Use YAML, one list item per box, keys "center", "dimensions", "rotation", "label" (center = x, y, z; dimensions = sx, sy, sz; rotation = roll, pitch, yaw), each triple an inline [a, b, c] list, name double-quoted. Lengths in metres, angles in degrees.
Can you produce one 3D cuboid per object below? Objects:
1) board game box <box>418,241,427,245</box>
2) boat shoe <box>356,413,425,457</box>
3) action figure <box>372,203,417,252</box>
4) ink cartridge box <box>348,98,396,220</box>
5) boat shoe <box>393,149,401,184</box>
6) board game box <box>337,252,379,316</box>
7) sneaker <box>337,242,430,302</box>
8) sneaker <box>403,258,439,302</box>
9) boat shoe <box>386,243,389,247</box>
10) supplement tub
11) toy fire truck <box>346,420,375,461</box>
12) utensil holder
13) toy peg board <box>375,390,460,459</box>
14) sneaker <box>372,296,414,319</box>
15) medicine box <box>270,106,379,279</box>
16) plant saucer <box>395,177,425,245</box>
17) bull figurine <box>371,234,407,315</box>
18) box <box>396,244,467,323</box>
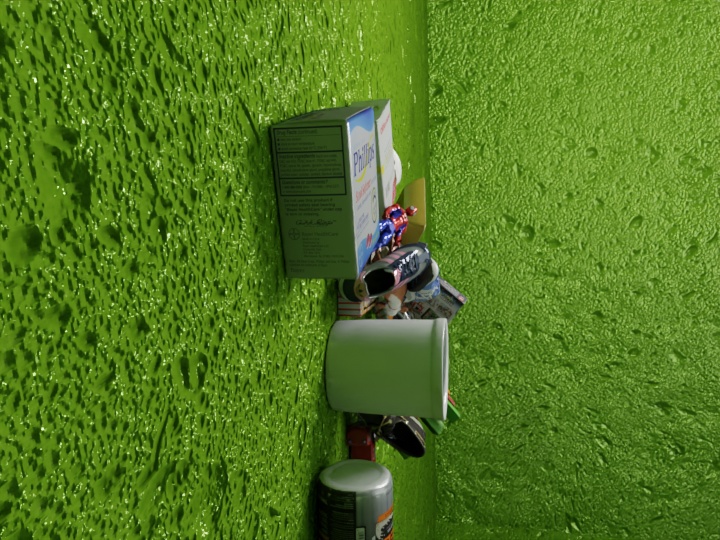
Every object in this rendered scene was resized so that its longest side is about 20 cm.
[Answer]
- center: [0.112, 0.004, 1.490]
  dimensions: [0.200, 0.028, 0.138]
  rotation: [164, -60, -77]
  label: "board game box"
- center: [0.054, 0.290, 1.124]
  dimensions: [0.200, 0.072, 0.061]
  rotation: [39, 16, -24]
  label: "boat shoe"
- center: [0.046, -0.073, 1.057]
  dimensions: [0.200, 0.051, 0.066]
  rotation: [-40, 112, -45]
  label: "action figure"
- center: [0.016, -0.209, 1.124]
  dimensions: [0.146, 0.082, 0.203]
  rotation: [-70, 158, -57]
  label: "ink cartridge box"
- center: [0.043, -0.251, 1.312]
  dimensions: [0.201, 0.070, 0.070]
  rotation: [64, 28, -47]
  label: "boat shoe"
- center: [0.000, 0.000, 1.142]
  dimensions: [0.200, 0.045, 0.155]
  rotation: [-17, 107, -78]
  label: "board game box"
- center: [0.060, 0.007, 1.029]
  dimensions: [0.082, 0.198, 0.071]
  rotation: [5, -62, 59]
  label: "sneaker"
- center: [0.134, 0.018, 1.229]
  dimensions: [0.200, 0.075, 0.077]
  rotation: [123, -32, -73]
  label: "sneaker"
- center: [0.050, -0.091, 1.348]
  dimensions: [0.200, 0.074, 0.073]
  rotation: [84, 6, -72]
  label: "boat shoe"
- center: [-0.008, 0.417, 0.924]
  dimensions: [0.122, 0.120, 0.204]
  rotation: [-29, 119, -77]
  label: "supplement tub"
- center: [-0.007, 0.395, 1.105]
  dimensions: [0.141, 0.048, 0.204]
  rotation: [22, 66, -74]
  label: "toy fire truck"
- center: [0.051, 0.168, 1.021]
  dimensions: [0.170, 0.196, 0.174]
  rotation: [0, 90, -79]
  label: "utensil holder"
- center: [0.125, 0.307, 1.300]
  dimensions: [0.098, 0.199, 0.199]
  rotation: [50, 10, -4]
  label: "toy peg board"
- center: [0.081, 0.100, 1.332]
  dimensions: [0.203, 0.076, 0.078]
  rotation: [68, -23, 3]
  label: "sneaker"
- center: [-0.040, -0.113, 0.809]
  dimensions: [0.182, 0.101, 0.204]
  rotation: [-61, 150, -67]
  label: "medicine box"
- center: [0.104, -0.111, 1.486]
  dimensions: [0.202, 0.048, 0.201]
  rotation: [-86, -164, -45]
  label: "plant saucer"
- center: [0.060, 0.007, 1.168]
  dimensions: [0.201, 0.064, 0.124]
  rotation: [72, 18, -63]
  label: "bull figurine"
- center: [0.135, 0.046, 1.347]
  dimensions: [0.111, 0.199, 0.035]
  rotation: [-55, 170, 28]
  label: "box"
